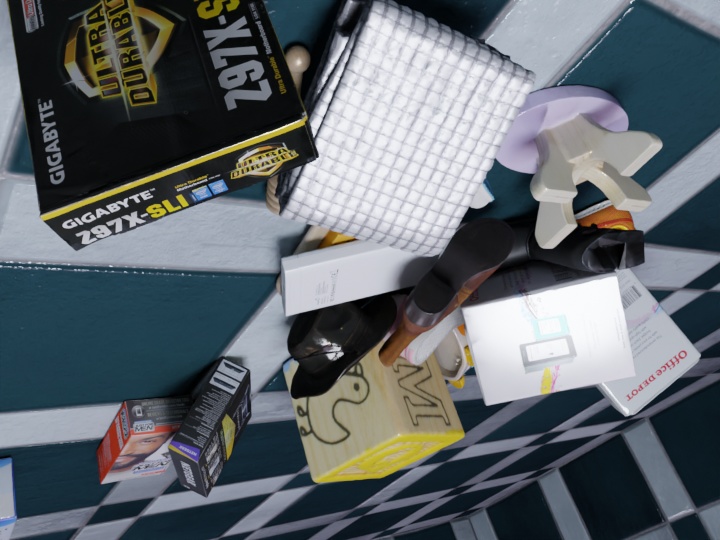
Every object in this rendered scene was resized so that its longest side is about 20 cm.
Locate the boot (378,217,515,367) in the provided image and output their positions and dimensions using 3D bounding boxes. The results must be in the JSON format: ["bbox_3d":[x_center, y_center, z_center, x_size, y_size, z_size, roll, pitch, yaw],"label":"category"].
[{"bbox_3d":[0.111,0.035,0.939,0.189,0.068,0.200,-50,171,-26],"label":"boot"}]

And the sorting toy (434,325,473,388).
[{"bbox_3d":[0.212,0.097,1.238,0.179,0.107,0.200,-32,157,-21],"label":"sorting toy"}]

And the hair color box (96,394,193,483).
[{"bbox_3d":[-0.355,0.280,1.179,0.110,0.064,0.200,0,144,-34],"label":"hair color box"}]

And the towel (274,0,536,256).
[{"bbox_3d":[0.030,-0.124,0.625,0.165,0.086,0.201,16,117,-18],"label":"towel"}]

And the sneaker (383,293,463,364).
[{"bbox_3d":[0.104,0.052,1.095,0.200,0.104,0.076,-39,140,-31],"label":"sneaker"}]

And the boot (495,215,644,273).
[{"bbox_3d":[0.239,-0.022,0.925,0.164,0.200,0.066,-23,109,-15],"label":"boot"}]

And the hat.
[{"bbox_3d":[-0.048,0.084,1.006,0.200,0.201,0.081,-35,106,25],"label":"hat"}]

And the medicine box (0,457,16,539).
[{"bbox_3d":[-0.651,0.388,1.123,0.181,0.103,0.200,-1,148,-33],"label":"medicine box"}]

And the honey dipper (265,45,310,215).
[{"bbox_3d":[-0.066,-0.128,0.680,0.038,0.038,0.200,-11,149,-19],"label":"honey dipper"}]

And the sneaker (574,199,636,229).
[{"bbox_3d":[0.310,-0.036,1.061,0.199,0.078,0.073,-25,154,11],"label":"sneaker"}]

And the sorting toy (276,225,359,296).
[{"bbox_3d":[0.005,-0.026,0.910,0.184,0.037,0.200,-4,148,-30],"label":"sorting toy"}]

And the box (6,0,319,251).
[{"bbox_3d":[-0.130,-0.131,0.450,0.159,0.201,0.049,-19,154,-2],"label":"box"}]

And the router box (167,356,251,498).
[{"bbox_3d":[-0.229,0.249,1.118,0.052,0.158,0.200,23,148,7],"label":"router box"}]

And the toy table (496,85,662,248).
[{"bbox_3d":[0.249,-0.124,0.818,0.199,0.118,0.184,-7,149,-24],"label":"toy table"}]

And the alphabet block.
[{"bbox_3d":[0.020,0.211,1.160,0.195,0.201,0.196,-36,150,28],"label":"alphabet block"}]

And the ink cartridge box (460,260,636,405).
[{"bbox_3d":[0.247,0.071,0.977,0.199,0.147,0.147,-13,-166,12],"label":"ink cartridge box"}]

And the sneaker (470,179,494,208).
[{"bbox_3d":[0.069,-0.114,0.760,0.081,0.077,0.199,-38,138,26],"label":"sneaker"}]

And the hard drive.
[{"bbox_3d":[0.000,0.000,0.893,0.199,0.027,0.132,-13,155,-12],"label":"hard drive"}]

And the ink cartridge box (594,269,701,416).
[{"bbox_3d":[0.387,0.095,1.091,0.146,0.200,0.083,-40,180,3],"label":"ink cartridge box"}]
